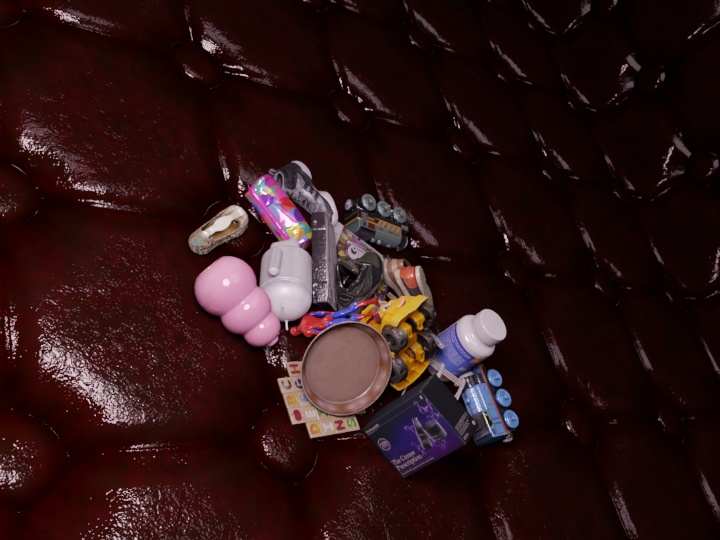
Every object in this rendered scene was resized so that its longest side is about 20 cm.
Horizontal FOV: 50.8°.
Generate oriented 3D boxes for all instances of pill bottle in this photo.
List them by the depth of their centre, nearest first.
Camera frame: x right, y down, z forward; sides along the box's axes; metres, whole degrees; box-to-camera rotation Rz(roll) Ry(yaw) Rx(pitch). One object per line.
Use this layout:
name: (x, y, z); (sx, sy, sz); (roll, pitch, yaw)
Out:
pill bottle: (0.250, 0.176, 1.814); (0.112, 0.200, 0.112); (24, 45, -27)

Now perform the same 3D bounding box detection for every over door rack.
over door rack: (0.152, 0.293, 1.737); (0.148, 0.067, 0.200); (36, 47, -13)

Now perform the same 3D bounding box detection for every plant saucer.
plant saucer: (-0.032, 0.199, 1.568); (0.200, 0.201, 0.034); (28, 0, -24)

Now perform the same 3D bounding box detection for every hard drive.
hard drive: (-0.079, -0.015, 1.675); (0.140, 0.038, 0.201); (65, 24, -75)

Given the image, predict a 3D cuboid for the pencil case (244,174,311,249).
pencil case: (-0.182, -0.124, 1.743); (0.200, 0.088, 0.088); (52, 39, 7)

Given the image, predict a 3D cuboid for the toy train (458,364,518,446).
toy train: (0.304, 0.324, 1.838); (0.114, 0.087, 0.200); (-1, 62, -37)

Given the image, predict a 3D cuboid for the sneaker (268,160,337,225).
sneaker: (-0.145, -0.176, 1.831); (0.114, 0.076, 0.200); (-18, 66, -48)

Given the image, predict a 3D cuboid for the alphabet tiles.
alphabet tiles: (-0.078, 0.263, 1.585); (0.200, 0.006, 0.167); (1, 59, -43)

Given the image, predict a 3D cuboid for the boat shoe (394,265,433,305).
boat shoe: (0.134, 0.062, 1.826); (0.200, 0.062, 0.071); (66, 21, -46)

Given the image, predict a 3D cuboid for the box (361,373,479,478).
box: (0.121, 0.324, 1.570); (0.141, 0.200, 0.079); (50, 39, 3)

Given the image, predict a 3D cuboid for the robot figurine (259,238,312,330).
robot figurine: (-0.159, 0.026, 1.615); (0.170, 0.113, 0.200); (62, 20, -47)

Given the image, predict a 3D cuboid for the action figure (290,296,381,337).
action figure: (-0.055, 0.108, 1.604); (0.052, 0.199, 0.066); (63, 18, -51)

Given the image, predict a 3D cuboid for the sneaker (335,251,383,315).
sneaker: (0.000, 0.000, 1.733); (0.076, 0.114, 0.200); (12, 41, 21)

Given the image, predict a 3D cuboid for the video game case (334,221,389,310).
video game case: (-0.016, -0.005, 1.840); (0.200, 0.036, 0.181); (37, 42, -15)

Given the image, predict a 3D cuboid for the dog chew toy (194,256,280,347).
dog chew toy: (-0.237, 0.070, 1.510); (0.200, 0.124, 0.125); (52, 38, -11)

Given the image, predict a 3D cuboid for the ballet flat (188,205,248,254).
ballet flat: (-0.288, -0.099, 1.627); (0.068, 0.075, 0.200); (47, 38, -1)

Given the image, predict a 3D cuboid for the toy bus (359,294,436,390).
toy bus: (0.058, 0.132, 1.674); (0.192, 0.200, 0.136); (26, 43, 34)

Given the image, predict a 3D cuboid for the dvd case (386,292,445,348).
dvd case: (0.128, 0.115, 1.799); (0.149, 0.016, 0.200); (44, -1, -6)

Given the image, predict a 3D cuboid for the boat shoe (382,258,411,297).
boat shoe: (0.127, 0.034, 1.885); (0.200, 0.072, 0.076); (39, 43, -45)

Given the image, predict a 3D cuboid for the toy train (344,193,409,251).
toy train: (0.043, -0.118, 1.960); (0.200, 0.085, 0.114); (19, 60, -35)
